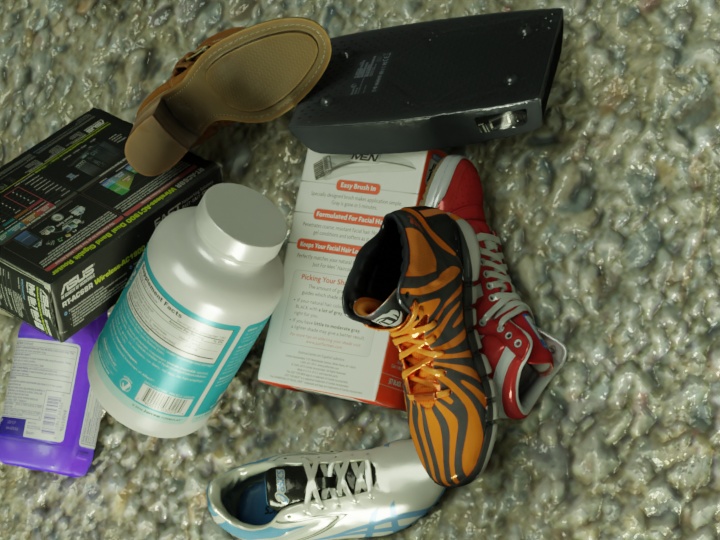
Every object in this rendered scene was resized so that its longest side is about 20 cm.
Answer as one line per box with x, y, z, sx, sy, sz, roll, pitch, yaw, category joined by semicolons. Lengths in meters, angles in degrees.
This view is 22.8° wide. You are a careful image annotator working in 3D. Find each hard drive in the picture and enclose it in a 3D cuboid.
0.054;-0.142;1.366;0.199;0.043;0.135;-5;39;21;hard drive

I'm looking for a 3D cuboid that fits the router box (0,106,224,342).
-0.229;-0.042;1.454;0.149;0.062;0.200;25;47;31;router box

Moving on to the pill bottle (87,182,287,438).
-0.129;0.028;1.382;0.111;0.110;0.200;53;129;27;pill bottle

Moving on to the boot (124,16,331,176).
-0.101;-0.164;1.435;0.199;0.155;0.074;-28;109;21;boot

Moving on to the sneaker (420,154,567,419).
0.099;0.015;1.325;0.112;0.071;0.202;2;86;32;sneaker

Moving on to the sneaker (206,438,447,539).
-0.026;0.168;1.354;0.199;0.072;0.072;-14;70;23;sneaker

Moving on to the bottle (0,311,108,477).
-0.249;0.069;1.500;0.083;0.065;0.202;4;80;29;bottle

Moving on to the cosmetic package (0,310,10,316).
-0.365;-0.032;1.509;0.105;0.200;0.071;41;99;30;cosmetic package

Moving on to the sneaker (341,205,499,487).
0.035;0.054;1.256;0.077;0.112;0.202;-13;80;34;sneaker

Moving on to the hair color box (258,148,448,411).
0.000;0.000;1.387;0.110;0.064;0.202;8;83;31;hair color box
